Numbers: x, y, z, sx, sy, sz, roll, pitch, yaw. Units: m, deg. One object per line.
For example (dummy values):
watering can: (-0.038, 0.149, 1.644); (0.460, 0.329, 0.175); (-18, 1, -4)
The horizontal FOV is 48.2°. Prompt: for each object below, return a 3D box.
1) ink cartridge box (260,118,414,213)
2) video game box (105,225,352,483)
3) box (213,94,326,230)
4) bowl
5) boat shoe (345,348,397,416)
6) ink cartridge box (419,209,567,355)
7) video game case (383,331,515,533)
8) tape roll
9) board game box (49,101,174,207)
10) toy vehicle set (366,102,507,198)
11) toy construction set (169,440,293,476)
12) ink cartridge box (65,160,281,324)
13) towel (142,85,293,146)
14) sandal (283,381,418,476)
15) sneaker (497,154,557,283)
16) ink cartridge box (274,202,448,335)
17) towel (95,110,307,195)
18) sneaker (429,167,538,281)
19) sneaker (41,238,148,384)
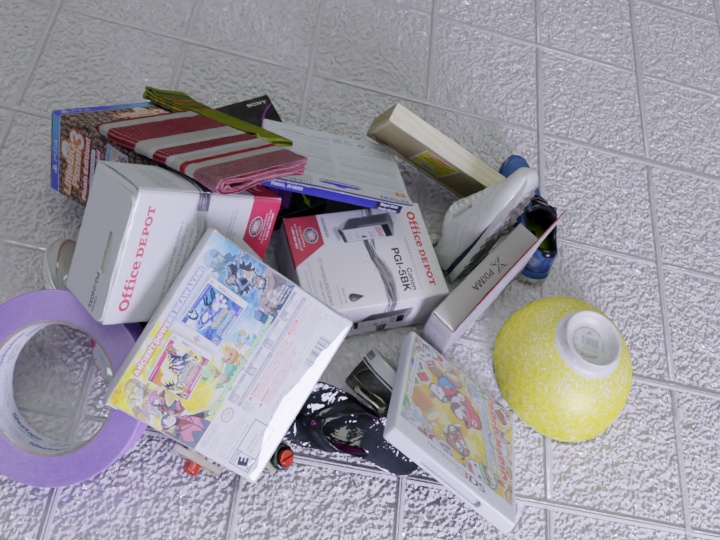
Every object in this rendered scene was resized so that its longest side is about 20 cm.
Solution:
ink cartridge box: (-0.038, -0.128, 1.065); (0.195, 0.041, 0.201); (11, 28, -13)
video game box: (-0.134, 0.089, 0.834); (0.181, 0.047, 0.202); (34, 87, -23)
box: (-0.153, -0.148, 1.134); (0.141, 0.036, 0.202); (-21, 68, -26)
bowl: (0.286, 0.113, 1.071); (0.195, 0.108, 0.204); (7, 60, -12)
boat shoe: (0.065, 0.188, 0.996); (0.064, 0.071, 0.200); (-45, 88, 1)
ink cartridge box: (0.167, 0.010, 1.048); (0.045, 0.177, 0.200); (41, 61, 12)
video game case: (0.112, 0.183, 0.952); (0.181, 0.023, 0.201); (40, 26, -10)
tape roll: (-0.320, 0.122, 0.862); (0.195, 0.066, 0.205); (0, 89, -1)
board game box: (-0.253, -0.125, 0.982); (0.198, 0.099, 0.158); (26, 28, 29)
toy vehicle set: (0.109, -0.159, 1.139); (0.198, 0.124, 0.027); (32, 83, -13)
toy construction set: (-0.125, 0.156, 0.929); (0.131, 0.091, 0.202); (41, 71, -29)
ink cartridge box: (-0.196, -0.030, 0.860); (0.083, 0.148, 0.198); (32, 20, 34)
towel: (-0.186, -0.201, 1.047); (0.197, 0.018, 0.086); (26, 19, 25)
sandal: (-0.010, 0.178, 0.911); (0.197, 0.048, 0.077); (21, 83, -18)
sneaker: (0.254, -0.088, 1.186); (0.077, 0.090, 0.204); (-1, 62, -17)
ink cartridge box: (0.000, 0.000, 1.066); (0.196, 0.083, 0.149); (-9, 63, -20)
towel: (-0.175, -0.133, 0.889); (0.197, 0.023, 0.143); (26, 28, 29)
sneaker: (0.160, -0.074, 1.089); (0.076, 0.201, 0.081); (-18, 64, -50)
sneaker: (-0.293, 0.036, 0.946); (0.201, 0.088, 0.081); (51, 16, 8)
